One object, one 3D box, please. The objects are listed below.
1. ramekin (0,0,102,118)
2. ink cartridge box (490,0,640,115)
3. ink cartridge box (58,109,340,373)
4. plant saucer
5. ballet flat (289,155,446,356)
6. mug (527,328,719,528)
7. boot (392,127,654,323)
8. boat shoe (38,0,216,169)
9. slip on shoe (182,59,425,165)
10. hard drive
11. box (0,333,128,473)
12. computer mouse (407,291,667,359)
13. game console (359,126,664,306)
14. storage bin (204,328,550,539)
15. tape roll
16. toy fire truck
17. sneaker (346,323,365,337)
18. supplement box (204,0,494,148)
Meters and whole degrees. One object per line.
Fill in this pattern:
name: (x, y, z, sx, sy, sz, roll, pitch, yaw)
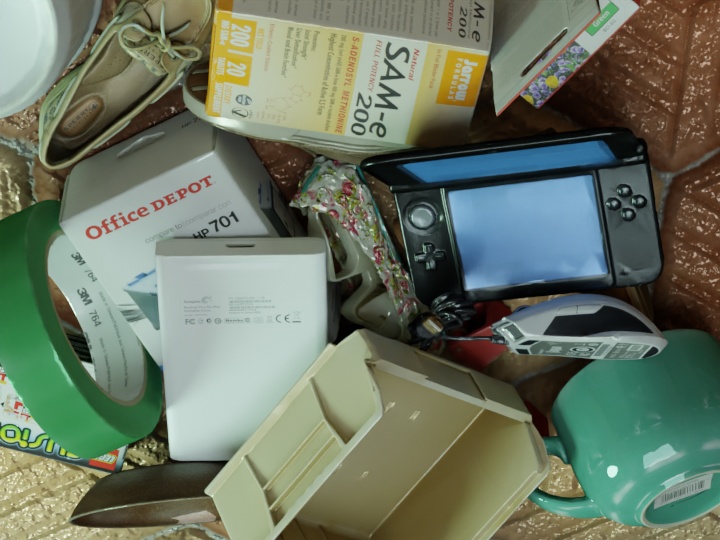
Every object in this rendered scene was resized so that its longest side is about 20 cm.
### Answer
ramekin: (-0.294, -0.201, 1.626, 0.201, 0.094, 0.204, 0, 122, 1)
ink cartridge box: (0.145, -0.179, 1.565, 0.050, 0.200, 0.109, 36, 116, -19)
ink cartridge box: (-0.126, -0.012, 1.745, 0.146, 0.086, 0.200, -24, 121, 16)
plant saucer: (-0.146, 0.187, 1.842, 0.199, 0.200, 0.037, -7, 77, 6)
ballet flat: (0.000, 0.000, 1.754, 0.075, 0.064, 0.201, 4, 129, 54)
mug: (0.235, 0.147, 1.784, 0.151, 0.115, 0.185, 8, 137, -41)
boot: (0.133, -0.005, 1.754, 0.154, 0.074, 0.201, -29, 106, 18)
boat shoe: (-0.174, -0.153, 1.671, 0.073, 0.063, 0.200, 34, 116, -18)
slip on shoe: (-0.039, -0.116, 1.692, 0.198, 0.076, 0.061, 4, 138, -7)
hard drive: (-0.090, 0.064, 1.728, 0.131, 0.026, 0.201, -1, 125, 0)
box: (-0.285, 0.099, 1.847, 0.199, 0.035, 0.111, 15, 121, -8)
computer mouse: (0.139, 0.040, 1.703, 0.198, 0.044, 0.110, 3, 165, -6)
game console: (0.116, -0.037, 1.635, 0.198, 0.117, 0.177, -6, 116, 13)
storage bin: (0.017, 0.163, 1.735, 0.199, 0.094, 0.199, 22, 117, -42)
tape roll: (-0.225, 0.045, 1.715, 0.048, 0.201, 0.201, -24, 119, 16)
toy fire truck: (0.083, 0.128, 1.848, 0.141, 0.049, 0.200, 40, 116, -20)
sneaker: (-0.067, 0.094, 1.827, 0.199, 0.080, 0.087, -15, 105, 5)
supplement box: (-0.009, -0.163, 1.608, 0.198, 0.074, 0.126, 8, 146, -3)
